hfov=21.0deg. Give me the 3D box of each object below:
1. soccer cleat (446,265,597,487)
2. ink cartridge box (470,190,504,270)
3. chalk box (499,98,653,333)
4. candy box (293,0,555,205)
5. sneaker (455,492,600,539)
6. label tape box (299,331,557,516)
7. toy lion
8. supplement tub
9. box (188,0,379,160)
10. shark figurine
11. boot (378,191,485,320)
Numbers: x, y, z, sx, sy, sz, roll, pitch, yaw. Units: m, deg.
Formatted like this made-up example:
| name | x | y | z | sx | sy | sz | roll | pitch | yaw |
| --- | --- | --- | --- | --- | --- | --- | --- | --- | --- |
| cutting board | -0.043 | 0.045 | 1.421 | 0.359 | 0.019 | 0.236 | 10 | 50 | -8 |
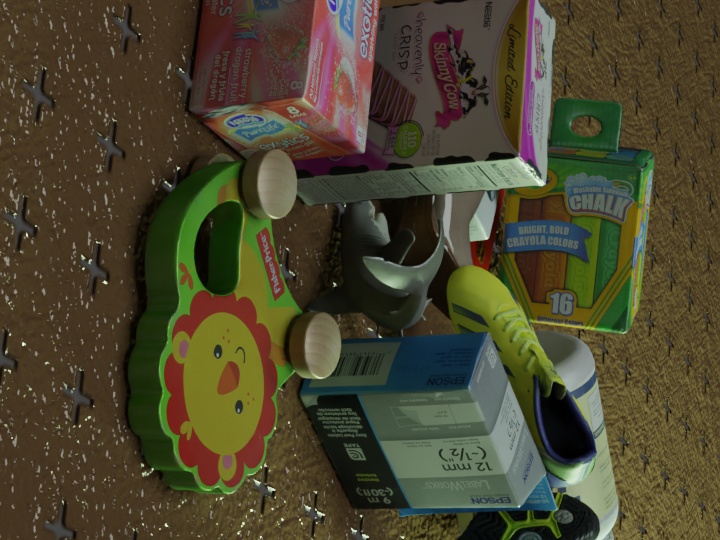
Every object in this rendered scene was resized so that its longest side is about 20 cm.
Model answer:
| name | x | y | z | sx | sy | sz | roll | pitch | yaw |
| --- | --- | --- | --- | --- | --- | --- | --- | --- | --- |
| soccer cleat | 0.135 | 0.079 | 1.572 | 0.065 | 0.084 | 0.201 | -21 | 78 | -23 |
| ink cartridge box | 0.118 | -0.106 | 1.807 | 0.174 | 0.043 | 0.201 | 57 | 37 | -44 |
| chalk box | 0.202 | -0.057 | 1.806 | 0.124 | 0.124 | 0.201 | -37 | 131 | -74 |
| candy box | 0.041 | -0.128 | 1.458 | 0.061 | 0.199 | 0.137 | 37 | 53 | -59 |
| sneaker | 0.108 | 0.250 | 1.614 | 0.075 | 0.199 | 0.077 | 53 | -17 | 44 |
| label tape box | 0.056 | 0.141 | 1.516 | 0.066 | 0.143 | 0.200 | -67 | 144 | -45 |
| toy lion | -0.097 | 0.041 | 1.311 | 0.192 | 0.068 | 0.201 | -42 | 124 | -51 |
| supplement tub | 0.147 | 0.168 | 1.707 | 0.145 | 0.144 | 0.201 | -40 | 122 | -60 |
| box | -0.049 | -0.189 | 1.396 | 0.103 | 0.094 | 0.201 | 40 | 51 | -56 |
| shark figurine | 0.005 | 0.016 | 1.476 | 0.214 | 0.089 | 0.129 | -139 | -138 | -73 |
| boot | 0.083 | -0.073 | 1.652 | 0.146 | 0.070 | 0.200 | -47 | 122 | -31 |
